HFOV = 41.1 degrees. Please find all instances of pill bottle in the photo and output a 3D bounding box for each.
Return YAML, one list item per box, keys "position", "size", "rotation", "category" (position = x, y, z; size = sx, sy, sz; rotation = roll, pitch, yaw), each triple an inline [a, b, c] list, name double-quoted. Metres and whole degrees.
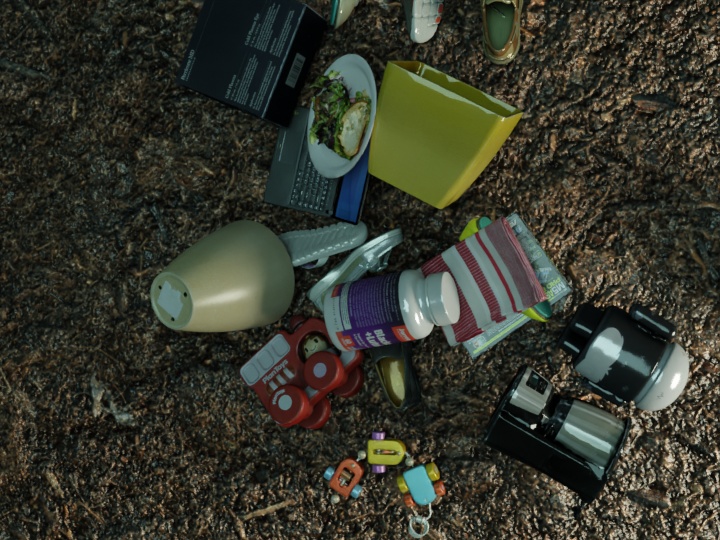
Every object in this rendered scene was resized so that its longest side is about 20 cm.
- position: [0.051, 0.060, 1.529]
  size: [0.199, 0.111, 0.112]
  rotation: [-12, 89, 23]
  category: "pill bottle"

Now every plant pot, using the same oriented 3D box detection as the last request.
- position: [-0.242, 0.027, 1.578]
  size: [0.187, 0.200, 0.188]
  rotation: [10, 109, 32]
  category: "plant pot"
- position: [0.120, -0.211, 1.531]
  size: [0.199, 0.200, 0.177]
  rotation: [28, 108, 10]
  category: "plant pot"

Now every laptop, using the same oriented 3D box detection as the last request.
- position: [-0.068, -0.181, 1.611]
  size: [0.199, 0.103, 0.178]
  rotation: [14, 94, 12]
  category: "laptop"

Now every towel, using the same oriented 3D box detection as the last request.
- position: [0.182, 0.022, 1.515]
  size: [0.200, 0.023, 0.144]
  rotation: [-32, 82, 38]
  category: "towel"

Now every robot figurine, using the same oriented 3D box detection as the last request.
- position: [0.414, 0.133, 1.504]
  size: [0.200, 0.150, 0.125]
  rotation: [31, 76, 11]
  category: "robot figurine"

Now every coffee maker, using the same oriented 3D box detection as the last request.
- position: [0.300, 0.275, 1.526]
  size: [0.199, 0.135, 0.193]
  rotation: [27, 98, 11]
  category: "coffee maker"

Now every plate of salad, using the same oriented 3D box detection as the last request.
- position: [-0.040, -0.248, 1.535]
  size: [0.200, 0.048, 0.201]
  rotation: [-13, 74, 55]
  category: "plate of salad"

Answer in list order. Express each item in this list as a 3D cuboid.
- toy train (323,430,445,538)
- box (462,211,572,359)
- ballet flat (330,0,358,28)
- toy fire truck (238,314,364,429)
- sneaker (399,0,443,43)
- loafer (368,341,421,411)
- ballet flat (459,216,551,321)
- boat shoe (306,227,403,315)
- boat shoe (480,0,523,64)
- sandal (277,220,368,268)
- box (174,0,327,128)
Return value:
- position: [0.046, 0.356, 1.628]
  size: [0.199, 0.056, 0.151]
  rotation: [27, 98, 14]
  category: "toy train"
- position: [0.222, 0.025, 1.582]
  size: [0.200, 0.044, 0.160]
  rotation: [-37, 84, 11]
  category: "box"
- position: [-0.013, -0.506, 1.614]
  size: [0.069, 0.069, 0.201]
  rotation: [3, 91, 12]
  category: "ballet flat"
- position: [-0.099, 0.165, 1.634]
  size: [0.200, 0.112, 0.168]
  rotation: [-44, 64, 9]
  category: "toy fire truck"
- position: [0.085, -0.477, 1.598]
  size: [0.082, 0.077, 0.201]
  rotation: [0, 91, 40]
  category: "sneaker"
- position: [0.050, 0.139, 1.609]
  size: [0.073, 0.072, 0.201]
  rotation: [-22, 86, 14]
  category: "loafer"
- position: [0.226, 0.008, 1.533]
  size: [0.067, 0.067, 0.200]
  rotation: [-39, 80, 32]
  category: "ballet flat"
- position: [-0.001, 0.001, 1.620]
  size: [0.202, 0.074, 0.065]
  rotation: [-39, 89, 15]
  category: "boat shoe"
- position: [0.229, -0.439, 1.552]
  size: [0.075, 0.074, 0.201]
  rotation: [-3, 91, 12]
  category: "boat shoe"
- position: [-0.079, -0.032, 1.642]
  size: [0.202, 0.083, 0.050]
  rotation: [-11, 132, 20]
  category: "sandal"
- position: [-0.184, -0.371, 1.623]
  size: [0.182, 0.104, 0.201]
  rotation: [25, 96, 17]
  category: "box"
